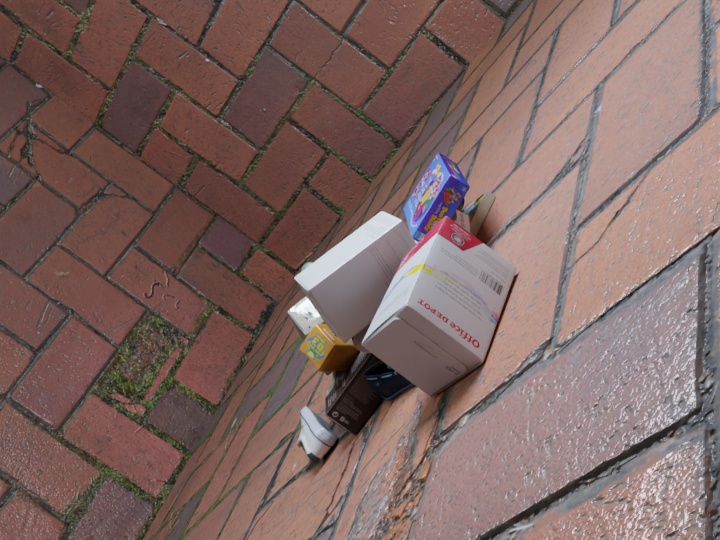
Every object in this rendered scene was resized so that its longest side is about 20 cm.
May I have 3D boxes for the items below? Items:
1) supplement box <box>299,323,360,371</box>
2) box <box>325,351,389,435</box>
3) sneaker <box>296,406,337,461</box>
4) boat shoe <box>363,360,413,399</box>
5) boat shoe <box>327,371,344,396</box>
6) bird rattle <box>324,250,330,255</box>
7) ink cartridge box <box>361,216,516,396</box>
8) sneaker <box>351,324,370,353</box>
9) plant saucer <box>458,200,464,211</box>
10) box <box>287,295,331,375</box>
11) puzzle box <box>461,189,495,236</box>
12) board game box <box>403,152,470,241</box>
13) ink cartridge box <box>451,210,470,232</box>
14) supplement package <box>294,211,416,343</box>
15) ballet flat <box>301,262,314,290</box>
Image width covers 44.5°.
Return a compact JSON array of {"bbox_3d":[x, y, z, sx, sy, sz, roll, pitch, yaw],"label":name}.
[{"bbox_3d":[-0.025,0.146,1.692,0.199,0.067,0.069,2,-54,-54],"label":"supplement box"},{"bbox_3d":[0.019,0.192,1.625,0.201,0.075,0.100,-55,7,7],"label":"box"},{"bbox_3d":[-0.099,0.325,1.752,0.071,0.073,0.200,-51,8,-4],"label":"sneaker"},{"bbox_3d":[0.068,0.158,1.489,0.200,0.068,0.084,-48,11,39],"label":"boat shoe"},{"bbox_3d":[-0.026,0.243,1.784,0.061,0.074,0.200,-9,9,7],"label":"boat shoe"},{"bbox_3d":[0.000,0.000,1.763,0.113,0.162,0.200,-56,28,10],"label":"bird rattle"},{"bbox_3d":[0.120,0.056,1.340,0.145,0.145,0.201,-45,12,48],"label":"ink cartridge box"},{"bbox_3d":[0.073,0.073,1.511,0.199,0.076,0.092,-29,-10,-9],"label":"sneaker"},{"bbox_3d":[0.163,-0.098,1.911,0.201,0.034,0.200,-49,7,8],"label":"plant saucer"},{"bbox_3d":[-0.074,0.124,1.739,0.082,0.068,0.201,-37,-30,-12],"label":"box"},{"bbox_3d":[0.197,-0.073,1.834,0.200,0.025,0.134,-42,16,56],"label":"puzzle box"},{"bbox_3d":[0.141,-0.137,1.673,0.135,0.044,0.200,-58,11,16],"label":"board game box"},{"bbox_3d":[0.155,-0.047,1.706,0.201,0.067,0.116,-55,19,33],"label":"ink cartridge box"},{"bbox_3d":[0.005,0.008,1.521,0.199,0.117,0.117,-36,20,-7],"label":"supplement package"},{"bbox_3d":[-0.054,0.042,1.763,0.067,0.200,0.064,-18,56,22],"label":"ballet flat"}]
